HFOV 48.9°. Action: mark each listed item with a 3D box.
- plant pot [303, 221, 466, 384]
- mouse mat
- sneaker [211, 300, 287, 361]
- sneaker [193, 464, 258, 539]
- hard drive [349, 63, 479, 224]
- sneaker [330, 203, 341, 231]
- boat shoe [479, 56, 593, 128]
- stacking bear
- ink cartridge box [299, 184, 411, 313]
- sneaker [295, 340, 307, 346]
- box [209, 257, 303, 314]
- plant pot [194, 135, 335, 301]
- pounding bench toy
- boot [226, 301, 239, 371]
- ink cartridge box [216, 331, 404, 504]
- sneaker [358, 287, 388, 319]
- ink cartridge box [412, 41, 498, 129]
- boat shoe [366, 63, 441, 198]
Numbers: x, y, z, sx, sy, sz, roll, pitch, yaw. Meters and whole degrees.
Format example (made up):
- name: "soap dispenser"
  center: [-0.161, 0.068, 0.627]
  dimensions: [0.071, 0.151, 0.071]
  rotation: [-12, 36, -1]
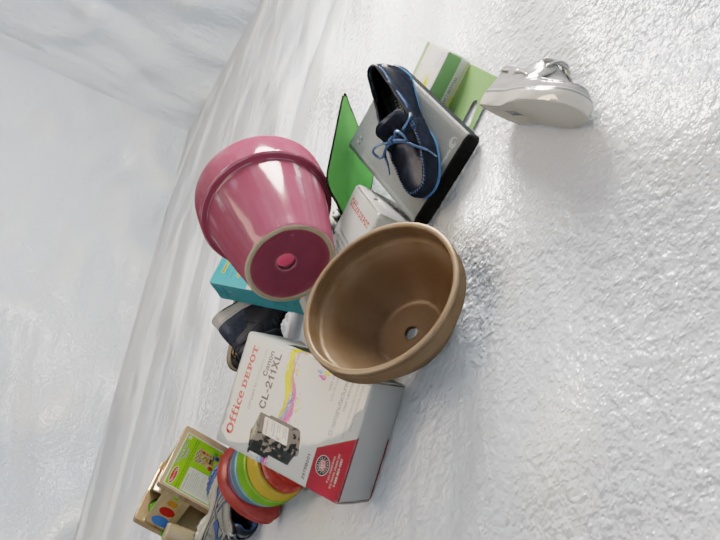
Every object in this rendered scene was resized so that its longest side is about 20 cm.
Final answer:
- name: "plant pot"
  center: [0.040, 0.052, 0.909]
  dimensions: [0.199, 0.093, 0.202]
  rotation: [-21, 45, 22]
- name: "mouse mat"
  center: [-0.013, -0.146, 1.202]
  dimensions: [0.200, 0.007, 0.163]
  rotation: [62, -147, -57]
- name: "sneaker"
  center: [-0.134, 0.091, 1.364]
  dimensions: [0.201, 0.147, 0.077]
  rotation: [-34, -18, -13]
- name: "sneaker"
  center: [-0.204, 0.401, 1.233]
  dimensions: [0.085, 0.077, 0.203]
  rotation: [21, 108, 37]
- name: "hard drive"
  center: [0.069, -0.176, 1.092]
  dimensions: [0.140, 0.033, 0.201]
  rotation: [-58, 45, 23]
- name: "sneaker"
  center: [-0.062, -0.045, 1.254]
  dimensions: [0.080, 0.075, 0.201]
  rotation: [7, 56, 35]
- name: "boat shoe"
  center: [0.197, -0.199, 0.864]
  dimensions: [0.069, 0.071, 0.200]
  rotation: [-66, 13, 5]
- name: "stacking bear"
  center: [-0.111, 0.271, 1.102]
  dimensions: [0.199, 0.113, 0.123]
  rotation: [-33, 41, 49]
- name: "ink cartridge box"
  center: [0.000, 0.000, 1.111]
  dimensions: [0.202, 0.082, 0.147]
  rotation: [-63, 21, 16]
- name: "sneaker"
  center: [-0.127, 0.208, 1.243]
  dimensions: [0.202, 0.071, 0.073]
  rotation: [-66, 28, 16]
- name: "box"
  center: [-0.146, 0.015, 1.314]
  dimensions: [0.198, 0.049, 0.083]
  rotation: [9, 59, 26]
- name: "plant pot"
  center: [-0.121, -0.061, 1.117]
  dimensions: [0.201, 0.198, 0.180]
  rotation: [-58, 37, 25]
- name: "pounding bench toy"
  center: [-0.306, 0.406, 1.345]
  dimensions: [0.156, 0.123, 0.201]
  rotation: [-52, 12, 36]
- name: "boot"
  center: [-0.199, 0.092, 1.510]
  dimensions: [0.150, 0.072, 0.203]
  rotation: [-19, 56, 64]
- name: "ink cartridge box"
  center: [-0.065, 0.175, 0.966]
  dimensions: [0.198, 0.083, 0.148]
  rotation: [17, 89, 33]
- name: "sneaker"
  center: [0.010, 0.085, 1.020]
  dimensions: [0.078, 0.079, 0.202]
  rotation: [15, 86, 67]
- name: "ink cartridge box"
  center: [0.109, -0.236, 1.122]
  dimensions: [0.147, 0.048, 0.200]
  rotation: [-63, 20, 16]
- name: "boat shoe"
  center: [0.045, -0.183, 1.042]
  dimensions: [0.084, 0.068, 0.202]
  rotation: [-41, 55, 36]
